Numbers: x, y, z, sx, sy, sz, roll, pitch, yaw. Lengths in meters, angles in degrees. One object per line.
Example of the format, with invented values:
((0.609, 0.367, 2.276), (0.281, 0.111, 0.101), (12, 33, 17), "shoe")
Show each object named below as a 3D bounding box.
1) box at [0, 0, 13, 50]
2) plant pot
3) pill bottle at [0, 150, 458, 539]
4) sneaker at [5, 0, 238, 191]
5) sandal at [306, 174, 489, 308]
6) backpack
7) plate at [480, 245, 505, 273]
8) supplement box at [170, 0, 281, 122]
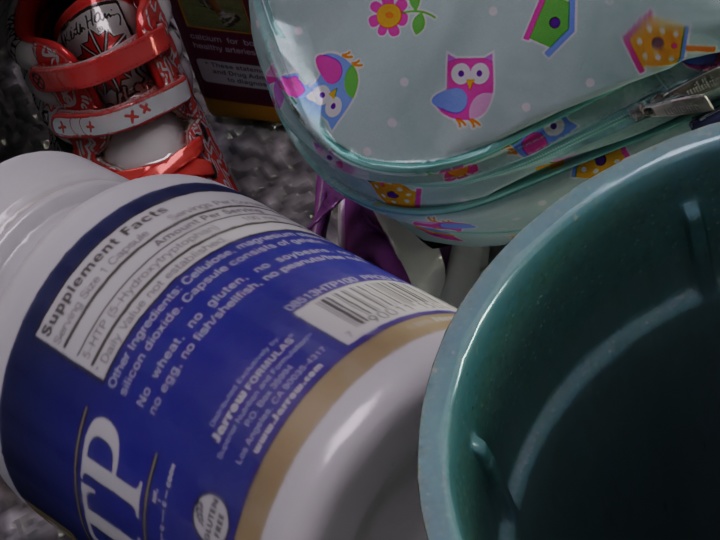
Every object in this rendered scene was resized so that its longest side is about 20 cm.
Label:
((-0.248, -0.097, 0.857), (0.200, 0.171, 0.199), (35, 76, 0), "box")
((0.130, 0.094, 0.641), (0.199, 0.196, 0.201), (-8, 49, 9), "plant pot")
((-0.045, 0.039, 0.739), (0.120, 0.120, 0.200), (-43, 46, -21), "pill bottle")
((-0.075, -0.026, 0.859), (0.067, 0.108, 0.202), (-22, 48, -4), "sneaker")
((0.004, -0.003, 0.815), (0.082, 0.050, 0.203), (-31, 47, 46), "sandal")
((0.067, -0.091, 0.734), (0.199, 0.127, 0.167), (-24, 67, 15), "backpack")
((0.097, -0.005, 0.796), (0.200, 0.032, 0.200), (-30, 43, 20), "plate")
((-0.018, -0.149, 0.886), (0.110, 0.200, 0.086), (7, 52, 21), "supplement box")
